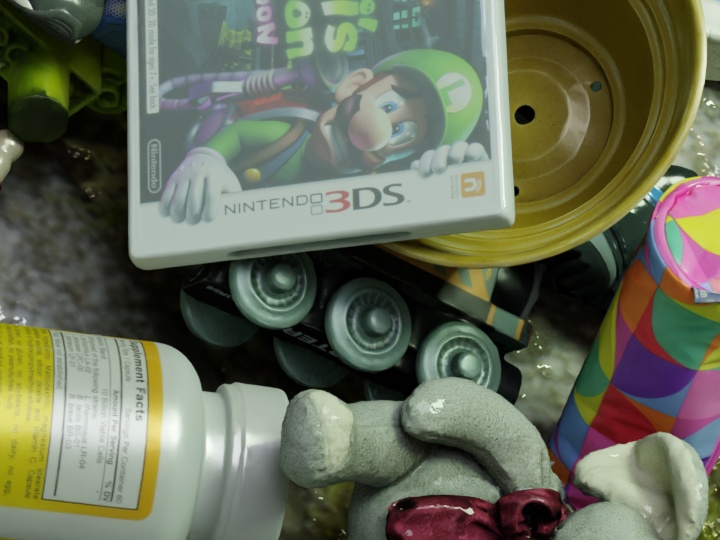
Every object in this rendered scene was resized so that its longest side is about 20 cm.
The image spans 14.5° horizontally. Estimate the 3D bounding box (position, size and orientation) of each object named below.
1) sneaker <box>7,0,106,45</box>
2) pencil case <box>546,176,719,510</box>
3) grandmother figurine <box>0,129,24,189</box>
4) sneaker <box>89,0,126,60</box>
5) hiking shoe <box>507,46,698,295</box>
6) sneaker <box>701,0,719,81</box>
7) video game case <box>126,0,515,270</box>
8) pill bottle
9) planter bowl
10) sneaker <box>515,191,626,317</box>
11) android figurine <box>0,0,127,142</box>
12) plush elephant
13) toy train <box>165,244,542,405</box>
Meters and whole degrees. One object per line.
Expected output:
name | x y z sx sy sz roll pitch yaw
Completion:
sneaker | -0.145 -0.199 1.392 0.074 0.085 0.200 34 34 -41
pencil case | 0.150 0.047 1.355 0.088 0.200 0.089 9 48 -11
grandmother figurine | -0.226 -0.054 1.391 0.121 0.061 0.201 -4 58 12
sneaker | -0.057 -0.078 1.428 0.200 0.079 0.089 32 67 -19
hiking shoe | 0.096 -0.080 1.435 0.087 0.074 0.200 -26 68 -14
sneaker | 0.252 -0.151 1.597 0.199 0.077 0.112 13 64 -2
video game case | -0.022 -0.107 1.323 0.181 0.023 0.201 -6 71 14
pill bottle | -0.136 0.083 1.291 0.199 0.113 0.113 7 56 -13
planter bowl | 0.071 -0.086 1.348 0.200 0.083 0.201 -4 73 14
sneaker | 0.113 -0.007 1.468 0.081 0.074 0.200 -26 61 -23
android figurine | -0.179 -0.156 1.429 0.182 0.041 0.200 42 28 -32
plush elephant | 0.070 0.135 1.292 0.155 0.165 0.200 21 22 35
toy train | 0.000 0.000 1.381 0.200 0.085 0.114 25 70 -20
